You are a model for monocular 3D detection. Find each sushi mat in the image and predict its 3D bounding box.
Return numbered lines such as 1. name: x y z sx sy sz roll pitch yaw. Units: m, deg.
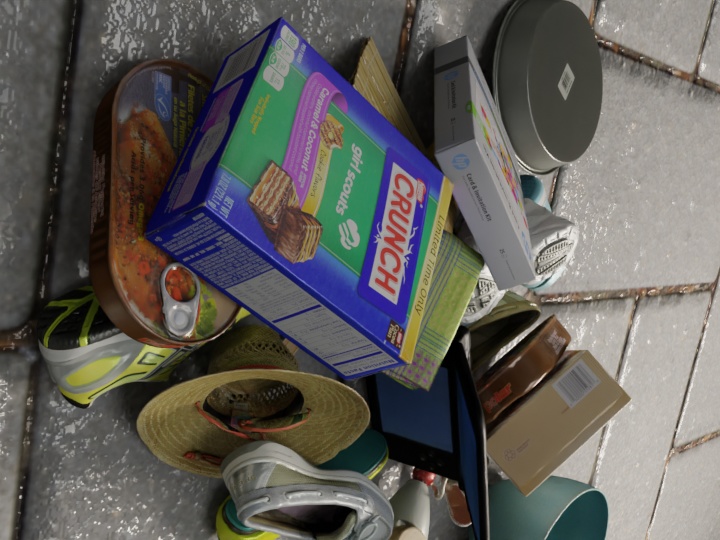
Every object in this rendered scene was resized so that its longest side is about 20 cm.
1. sushi mat: 0.043 -0.108 0.745 0.201 0.012 0.096 59 30 -29

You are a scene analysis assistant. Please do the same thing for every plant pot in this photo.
1. plant pot: 0.223 0.358 1.090 0.198 0.134 0.204 -20 118 -41

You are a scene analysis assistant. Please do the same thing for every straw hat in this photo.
1. straw hat: -0.090 0.095 0.677 0.201 0.199 0.086 42 33 -46

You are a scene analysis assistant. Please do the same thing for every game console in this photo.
1. game console: 0.061 0.160 0.788 0.116 0.173 0.203 -47 140 -45

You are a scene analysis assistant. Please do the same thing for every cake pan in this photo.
1. cake pan: 0.215 -0.207 0.905 0.198 0.036 0.204 -6 98 -47

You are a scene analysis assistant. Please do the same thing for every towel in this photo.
1. towel: 0.000 0.000 0.710 0.198 0.023 0.145 28 80 -6

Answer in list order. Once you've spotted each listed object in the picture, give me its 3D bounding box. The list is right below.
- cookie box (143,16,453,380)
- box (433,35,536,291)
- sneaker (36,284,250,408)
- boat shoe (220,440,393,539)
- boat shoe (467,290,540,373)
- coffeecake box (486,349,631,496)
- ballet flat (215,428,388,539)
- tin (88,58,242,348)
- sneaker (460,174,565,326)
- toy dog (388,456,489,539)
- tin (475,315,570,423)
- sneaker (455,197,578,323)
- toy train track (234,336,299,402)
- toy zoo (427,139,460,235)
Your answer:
1. cookie box: -0.032 -0.046 0.593 0.199 0.075 0.173 39 52 -32
2. box: 0.113 -0.106 0.762 0.157 0.041 0.202 59 23 -32
3. sneaker: -0.149 0.038 0.628 0.198 0.075 0.077 -18 130 -33
4. boat shoe: -0.038 0.210 0.703 0.074 0.065 0.202 -36 134 15
5. boat shoe: 0.128 0.086 0.936 0.199 0.063 0.074 -32 127 -35
6. coffeecake box: 0.214 0.169 0.945 0.153 0.073 0.200 -42 172 0
7. ballet flat: -0.058 0.218 0.801 0.198 0.067 0.068 -21 141 -37
8. tin: -0.132 -0.046 0.569 0.111 0.042 0.204 11 70 -41
9. sneaker: 0.174 0.005 0.936 0.201 0.079 0.131 -55 130 -15
10. toy dog: 0.074 0.284 0.925 0.199 0.131 0.097 -40 109 -17
11. tin: 0.178 0.109 0.909 0.112 0.042 0.199 -50 169 25
12. sneaker: 0.120 -0.016 0.834 0.197 0.100 0.079 -21 135 -21
13. toy train track: -0.043 0.051 0.763 0.201 0.032 0.115 -53 136 -17
14. toy zoo: 0.081 -0.043 0.850 0.202 0.020 0.132 -62 140 -22
